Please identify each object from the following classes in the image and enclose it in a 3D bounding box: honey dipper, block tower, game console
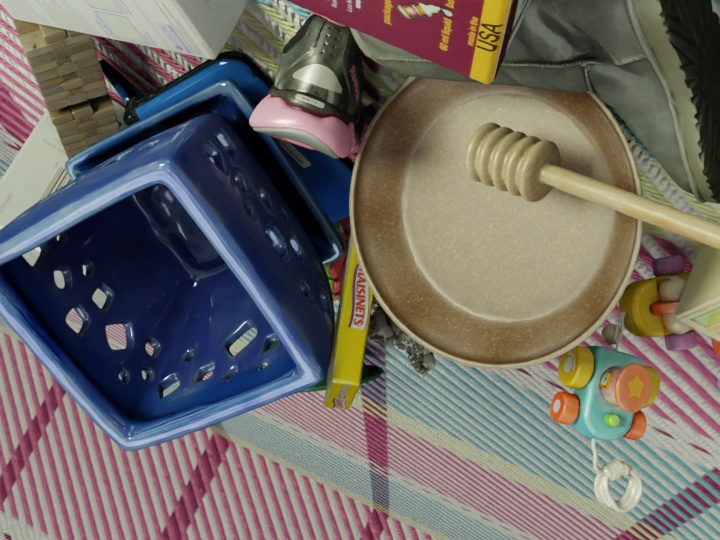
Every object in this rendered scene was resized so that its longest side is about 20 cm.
[{"bbox_3d":[0.146,-0.038,0.613,0.199,0.038,0.038,25,165,36],"label":"honey dipper"},{"bbox_3d":[-0.241,-0.155,0.934,0.200,0.054,0.058,92,156,-62],"label":"block tower"},{"bbox_3d":[-0.108,-0.121,0.963,0.170,0.119,0.200,-23,136,26],"label":"game console"}]

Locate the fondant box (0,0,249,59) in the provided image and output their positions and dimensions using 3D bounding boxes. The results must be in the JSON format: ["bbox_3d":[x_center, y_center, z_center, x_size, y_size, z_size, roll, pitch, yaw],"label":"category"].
[{"bbox_3d":[-0.192,-0.221,0.744,0.199,0.058,0.144,16,159,28],"label":"fondant box"}]

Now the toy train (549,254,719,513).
[{"bbox_3d":[0.233,0.075,0.795,0.151,0.200,0.056,55,162,-8],"label":"toy train"}]

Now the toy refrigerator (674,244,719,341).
[{"bbox_3d":[0.278,0.001,0.682,0.076,0.070,0.200,28,162,-4],"label":"toy refrigerator"}]

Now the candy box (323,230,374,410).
[{"bbox_3d":[0.000,0.000,0.859,0.026,0.201,0.102,11,162,-4],"label":"candy box"}]

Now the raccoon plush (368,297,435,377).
[{"bbox_3d":[0.038,0.026,0.973,0.096,0.134,0.200,27,162,-7],"label":"raccoon plush"}]

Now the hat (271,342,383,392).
[{"bbox_3d":[-0.072,0.054,1.396,0.199,0.177,0.165,-8,-175,-39],"label":"hat"}]

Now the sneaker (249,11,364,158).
[{"bbox_3d":[-0.025,-0.130,0.743,0.079,0.096,0.200,14,-172,-6],"label":"sneaker"}]

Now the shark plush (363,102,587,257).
[{"bbox_3d":[0.087,-0.066,0.777,0.199,0.091,0.083,12,-172,25],"label":"shark plush"}]

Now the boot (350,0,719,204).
[{"bbox_3d":[0.098,-0.113,0.619,0.199,0.073,0.182,3,139,38],"label":"boot"}]

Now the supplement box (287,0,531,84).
[{"bbox_3d":[-0.006,-0.183,0.503,0.199,0.111,0.086,24,162,9],"label":"supplement box"}]

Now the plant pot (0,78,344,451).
[{"bbox_3d":[-0.134,-0.013,0.837,0.199,0.180,0.200,-22,119,26],"label":"plant pot"}]

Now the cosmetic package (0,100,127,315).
[{"bbox_3d":[-0.277,-0.062,1.120,0.164,0.166,0.200,33,161,-17],"label":"cosmetic package"}]

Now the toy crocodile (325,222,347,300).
[{"bbox_3d":[-0.037,-0.005,1.106,0.061,0.068,0.200,18,163,9],"label":"toy crocodile"}]

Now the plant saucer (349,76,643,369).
[{"bbox_3d":[0.086,-0.039,0.712,0.200,0.201,0.037,17,-165,26],"label":"plant saucer"}]
